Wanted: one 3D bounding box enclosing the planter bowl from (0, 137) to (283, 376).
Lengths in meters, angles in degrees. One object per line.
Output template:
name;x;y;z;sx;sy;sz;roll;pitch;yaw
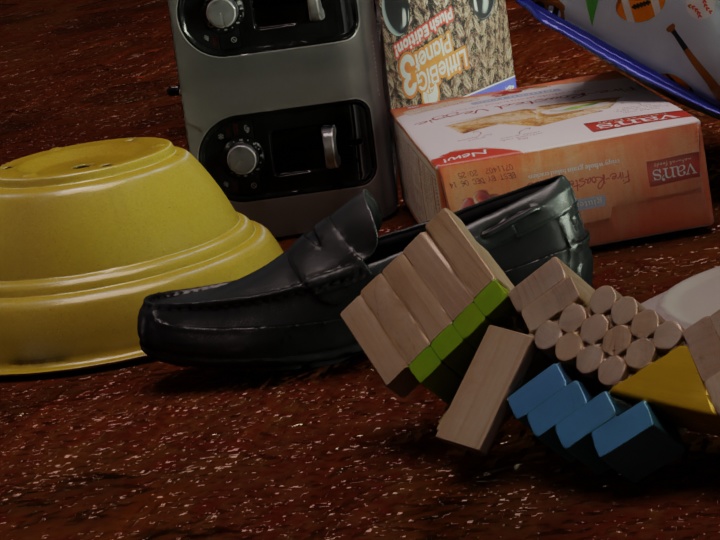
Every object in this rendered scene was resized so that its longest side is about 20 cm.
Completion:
planter bowl;-0.130;-0.017;1.132;0.200;0.084;0.200;-9;12;2

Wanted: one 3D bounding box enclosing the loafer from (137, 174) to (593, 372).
loafer;0.000;0.000;0.996;0.200;0.071;0.068;-9;12;2

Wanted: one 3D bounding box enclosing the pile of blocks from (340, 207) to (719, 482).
pile of blocks;0.081;0.043;0.821;0.200;0.082;0.062;19;-14;46

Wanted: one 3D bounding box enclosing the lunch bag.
lunch bag;0.212;-0.136;1.228;0.200;0.124;0.170;35;17;20

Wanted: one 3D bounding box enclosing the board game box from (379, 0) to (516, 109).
board game box;0.013;-0.189;1.513;0.097;0.201;0.159;1;17;35

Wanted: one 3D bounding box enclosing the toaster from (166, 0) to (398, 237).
toaster;-0.046;-0.122;1.325;0.118;0.181;0.200;-6;14;2

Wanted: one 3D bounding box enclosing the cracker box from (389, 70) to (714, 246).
cracker box;0.094;-0.057;1.205;0.133;0.058;0.200;-10;13;-4

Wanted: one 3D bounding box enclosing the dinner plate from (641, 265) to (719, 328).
dinner plate;0.185;0.016;0.909;0.199;0.024;0.200;-8;13;2
